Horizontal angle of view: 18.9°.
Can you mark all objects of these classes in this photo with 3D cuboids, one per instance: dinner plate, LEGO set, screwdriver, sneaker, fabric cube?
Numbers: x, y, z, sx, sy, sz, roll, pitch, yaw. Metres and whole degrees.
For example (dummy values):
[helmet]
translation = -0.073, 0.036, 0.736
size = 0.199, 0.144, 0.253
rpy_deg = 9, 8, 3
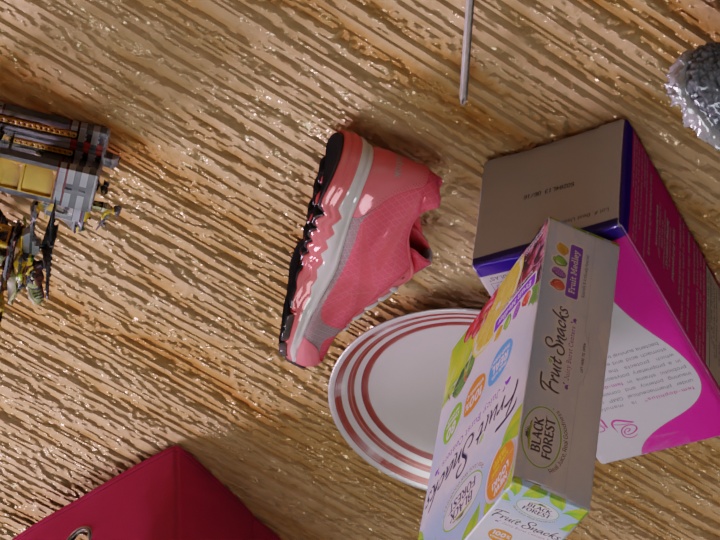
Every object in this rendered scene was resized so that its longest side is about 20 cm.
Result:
[dinner plate]
translation = 0.076, 0.091, 1.528
size = 0.199, 0.024, 0.201
rpy_deg = 4, 136, 4
[LEGO set]
translation = -0.216, -0.013, 1.367
size = 0.115, 0.200, 0.155
rpy_deg = 13, 116, -6
[screwdriver]
translation = 0.061, -0.175, 1.254
size = 0.029, 0.028, 0.201
rpy_deg = 32, 142, 21
[sneaker]
translation = 0.000, 0.000, 1.412
size = 0.086, 0.074, 0.201
rpy_deg = 13, 136, -6
[fabric cube]
translation = -0.152, 0.295, 1.624
size = 0.196, 0.200, 0.200
rpy_deg = -31, 124, 19

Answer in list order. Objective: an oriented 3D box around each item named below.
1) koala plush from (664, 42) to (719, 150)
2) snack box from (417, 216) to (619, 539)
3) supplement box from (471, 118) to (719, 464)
[koala plush]
translation = 0.286, -0.079, 1.225
size = 0.177, 0.184, 0.200
rpy_deg = -25, 115, 30
[snack box]
translation = 0.089, 0.087, 1.248
size = 0.053, 0.201, 0.142
rpy_deg = 22, 137, -10
[supplement box]
translation = 0.161, 0.017, 1.380
size = 0.101, 0.104, 0.200
rpy_deg = -16, 129, 24
